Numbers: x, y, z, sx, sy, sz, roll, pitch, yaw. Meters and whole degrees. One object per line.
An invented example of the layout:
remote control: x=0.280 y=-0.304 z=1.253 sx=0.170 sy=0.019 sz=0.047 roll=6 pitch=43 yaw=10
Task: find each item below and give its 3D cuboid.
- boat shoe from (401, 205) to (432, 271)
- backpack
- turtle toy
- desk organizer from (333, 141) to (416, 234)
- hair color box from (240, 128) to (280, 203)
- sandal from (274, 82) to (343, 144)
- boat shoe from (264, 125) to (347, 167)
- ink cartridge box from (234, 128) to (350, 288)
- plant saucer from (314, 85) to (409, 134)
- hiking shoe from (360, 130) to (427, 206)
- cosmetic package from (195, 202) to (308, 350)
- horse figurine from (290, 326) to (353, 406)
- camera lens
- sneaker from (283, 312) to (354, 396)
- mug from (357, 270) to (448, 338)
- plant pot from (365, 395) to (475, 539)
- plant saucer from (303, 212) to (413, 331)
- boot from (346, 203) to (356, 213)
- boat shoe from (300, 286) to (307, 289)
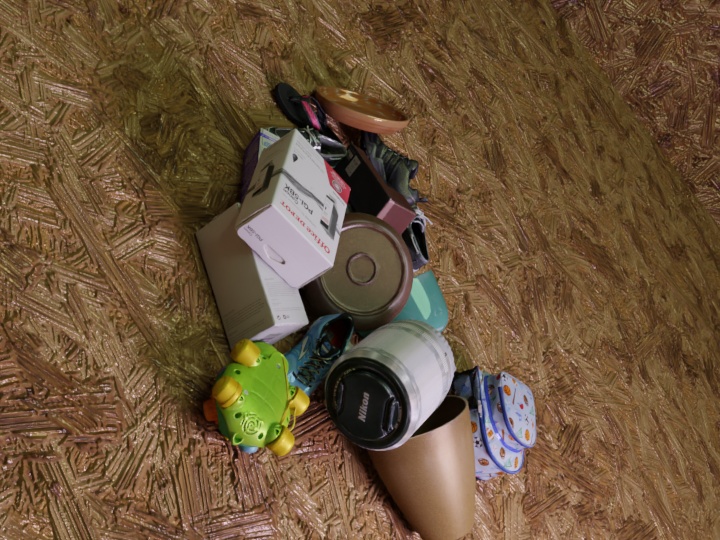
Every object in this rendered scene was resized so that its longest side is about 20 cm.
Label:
boat shoe: x=0.103 y=-0.094 z=1.942 sx=0.073 sy=0.068 sz=0.202 roll=29 pitch=45 yaw=-37
backpack: x=0.244 y=0.288 z=1.790 sx=0.199 sy=0.153 sz=0.193 roll=28 pitch=56 yaw=-42
turtle toy: x=-0.155 y=0.177 z=1.385 sx=0.146 sy=0.100 sz=0.201 roll=46 pitch=36 yaw=-20
desk organizer: x=0.023 y=-0.149 z=1.805 sx=0.076 sy=0.072 sz=0.201 roll=24 pitch=24 yaw=-39
hair color box: x=-0.143 y=-0.138 z=1.630 sx=0.108 sy=0.065 sz=0.202 roll=25 pitch=42 yaw=-26
sandal: x=-0.087 y=-0.296 z=1.860 sx=0.200 sy=0.045 sz=0.076 roll=44 pitch=38 yaw=-23
boat shoe: x=-0.102 y=-0.236 z=1.770 sx=0.199 sy=0.071 sz=0.073 roll=7 pitch=53 yaw=-54
ink cartridge box: x=-0.100 y=-0.097 z=1.488 sx=0.147 sy=0.082 sz=0.202 roll=45 pitch=34 yaw=-27
plant saucer: x=0.000 y=-0.318 z=1.920 sx=0.197 sy=0.038 sz=0.201 roll=17 pitch=20 yaw=-7
hiking shoe: x=0.064 y=-0.208 z=1.928 sx=0.099 sy=0.076 sz=0.203 roll=-17 pitch=74 yaw=-11
cosmetic package: x=-0.169 y=0.010 z=1.483 sx=0.084 sy=0.107 sz=0.203 roll=2 pitch=66 yaw=-52
horse figurine: x=-0.037 y=0.144 z=1.609 sx=0.132 sy=0.050 sz=0.202 roll=-23 pitch=83 yaw=-50
camera lens: x=0.048 y=0.175 z=1.504 sx=0.161 sy=0.159 sz=0.200 roll=60 pitch=31 yaw=-1
sneaker: x=-0.075 y=0.135 z=1.498 sx=0.078 sy=0.090 sz=0.201 roll=40 pitch=57 yaw=-9
mug: x=0.067 y=0.088 z=1.708 sx=0.183 sy=0.152 sz=0.116 roll=-24 pitch=88 yaw=-16
plant pot: x=0.117 y=0.335 z=1.579 sx=0.186 sy=0.184 sz=0.203 roll=-31 pitch=105 yaw=-56
plant saucer: x=0.000 y=0.000 z=1.607 sx=0.197 sy=0.034 sz=0.204 roll=2 pitch=81 yaw=-16
boot: x=0.020 y=-0.049 z=1.803 sx=0.173 sy=0.069 sz=0.203 roll=15 pitch=52 yaw=-46
boat shoe: x=-0.024 y=-0.001 z=1.656 sx=0.198 sy=0.071 sz=0.062 roll=-5 pitch=95 yaw=-25
